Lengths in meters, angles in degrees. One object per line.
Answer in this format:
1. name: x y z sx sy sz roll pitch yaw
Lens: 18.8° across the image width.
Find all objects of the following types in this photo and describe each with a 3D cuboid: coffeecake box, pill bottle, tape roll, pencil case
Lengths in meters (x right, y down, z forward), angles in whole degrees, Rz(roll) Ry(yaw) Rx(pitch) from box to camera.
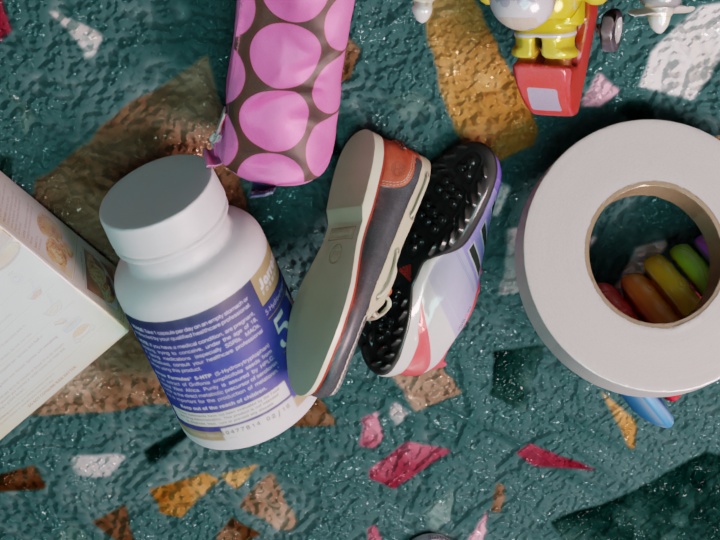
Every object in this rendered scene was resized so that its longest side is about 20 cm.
1. coffeecake box: -0.293 0.012 1.614 0.153 0.073 0.200 -38 118 20
2. pill bottle: -0.113 0.021 1.607 0.119 0.120 0.201 -18 124 8
3. tape roll: 0.212 -0.009 1.587 0.201 0.037 0.205 1 80 -8
4. pencil case: -0.055 -0.156 1.515 0.093 0.091 0.202 4 121 -8

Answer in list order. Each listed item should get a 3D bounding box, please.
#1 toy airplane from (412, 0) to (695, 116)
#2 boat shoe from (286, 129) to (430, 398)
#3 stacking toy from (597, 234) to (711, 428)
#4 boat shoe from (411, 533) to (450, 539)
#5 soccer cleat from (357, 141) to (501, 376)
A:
1. toy airplane: 0.124 -0.214 1.455 0.199 0.141 0.200 45 126 -7
2. boat shoe: 0.000 0.000 1.586 0.062 0.071 0.202 22 78 -35
3. stacking toy: 0.260 0.013 1.654 0.200 0.116 0.110 -40 121 5
4. boat shoe: 0.032 0.314 1.842 0.069 0.066 0.201 22 119 -18
5. soccer cleat: 0.066 -0.008 1.644 0.073 0.068 0.201 3 120 -39
